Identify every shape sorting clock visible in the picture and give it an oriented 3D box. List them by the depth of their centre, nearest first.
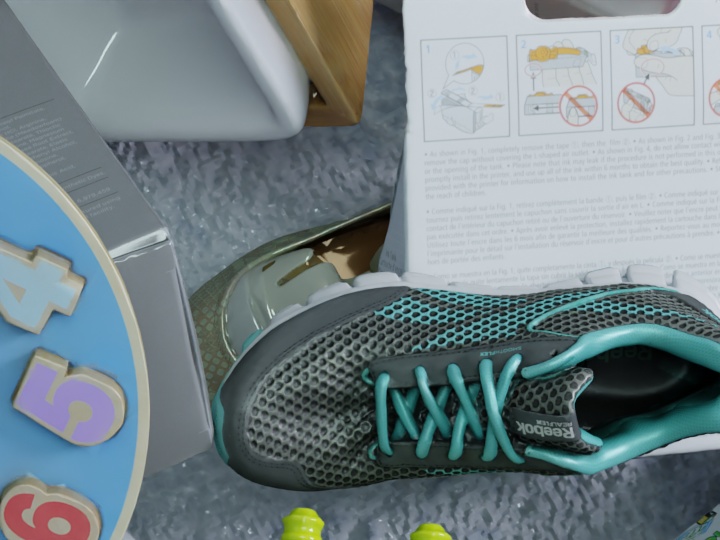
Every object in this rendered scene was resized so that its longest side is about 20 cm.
[{"bbox_3d":[-0.162,0.043,0.610,0.198,0.039,0.202,-1,101,-3],"label":"shape sorting clock"}]

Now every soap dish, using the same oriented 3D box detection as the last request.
[{"bbox_3d":[-0.094,-0.142,0.785,0.081,0.156,0.201,-56,131,-32],"label":"soap dish"}]

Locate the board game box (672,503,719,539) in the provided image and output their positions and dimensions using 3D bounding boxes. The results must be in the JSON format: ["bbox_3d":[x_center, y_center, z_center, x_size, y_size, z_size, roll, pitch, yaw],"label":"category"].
[{"bbox_3d":[0.166,0.176,0.712,0.126,0.035,0.201,-36,100,-6],"label":"board game box"}]

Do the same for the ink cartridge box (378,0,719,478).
[{"bbox_3d":[0.087,-0.027,0.788,0.161,0.050,0.202,-4,97,-13],"label":"ink cartridge box"}]

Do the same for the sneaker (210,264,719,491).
[{"bbox_3d":[0.047,0.039,0.717,0.198,0.091,0.078,-11,101,-10],"label":"sneaker"}]

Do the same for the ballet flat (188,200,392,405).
[{"bbox_3d":[0.000,0.000,0.844,0.199,0.062,0.068,-28,77,-10],"label":"ballet flat"}]

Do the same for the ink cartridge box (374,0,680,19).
[{"bbox_3d":[0.071,-0.171,0.868,0.199,0.085,0.146,29,71,19],"label":"ink cartridge box"}]

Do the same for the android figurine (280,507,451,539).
[{"bbox_3d":[-0.007,0.182,0.681,0.180,0.041,0.202,10,75,-9],"label":"android figurine"}]

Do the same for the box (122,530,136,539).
[{"bbox_3d":[-0.111,0.219,0.739,0.199,0.131,0.200,45,73,3],"label":"box"}]

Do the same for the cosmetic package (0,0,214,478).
[{"bbox_3d":[-0.134,-0.017,0.736,0.090,0.107,0.200,-22,46,-14],"label":"cosmetic package"}]
